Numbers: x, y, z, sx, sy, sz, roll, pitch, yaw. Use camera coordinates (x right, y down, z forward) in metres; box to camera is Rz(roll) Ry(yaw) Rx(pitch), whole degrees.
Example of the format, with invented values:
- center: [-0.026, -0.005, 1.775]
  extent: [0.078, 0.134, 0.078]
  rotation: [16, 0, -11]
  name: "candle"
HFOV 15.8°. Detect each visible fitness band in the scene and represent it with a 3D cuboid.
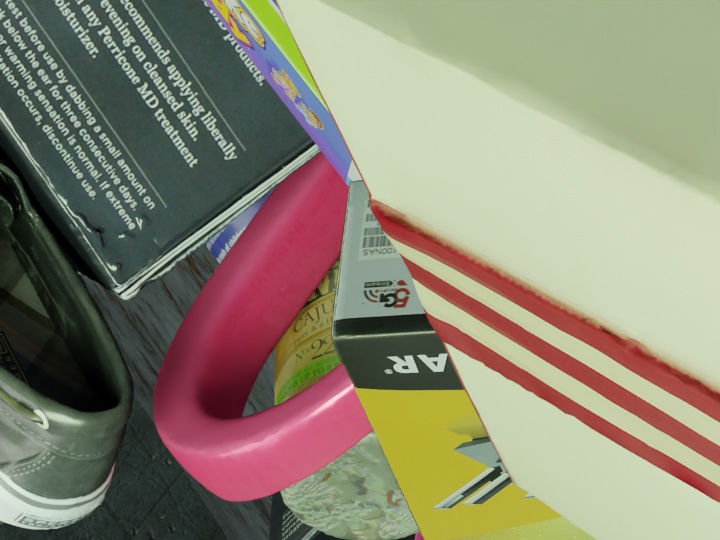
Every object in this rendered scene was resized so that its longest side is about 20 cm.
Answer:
- center: [0.012, -0.010, 0.823]
  extent: [0.037, 0.200, 0.143]
  rotation: [48, 154, -27]
  name: "fitness band"

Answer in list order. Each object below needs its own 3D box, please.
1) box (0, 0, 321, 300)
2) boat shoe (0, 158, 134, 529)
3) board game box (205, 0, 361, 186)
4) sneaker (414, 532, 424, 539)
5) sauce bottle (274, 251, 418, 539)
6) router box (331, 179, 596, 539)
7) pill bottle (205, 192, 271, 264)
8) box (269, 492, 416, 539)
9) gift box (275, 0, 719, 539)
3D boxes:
- center: [-0.056, -0.104, 0.898]
  extent: [0.124, 0.196, 0.200]
  rotation: [57, 169, -14]
  name: "box"
- center: [-0.128, -0.013, 0.817]
  extent: [0.200, 0.068, 0.057]
  rotation: [56, 137, 20]
  name: "boat shoe"
- center: [-0.001, -0.133, 0.737]
  extent: [0.200, 0.134, 0.045]
  rotation: [52, 170, 6]
  name: "board game box"
- center: [0.099, 0.049, 0.865]
  extent: [0.088, 0.200, 0.081]
  rotation: [29, -148, -10]
  name: "sneaker"
- center: [0.000, 0.000, 0.924]
  extent: [0.065, 0.064, 0.200]
  rotation: [64, -163, -45]
  name: "sauce bottle"
- center: [0.107, 0.035, 0.684]
  extent: [0.157, 0.199, 0.052]
  rotation: [66, -155, -52]
  name: "router box"
- center: [-0.051, -0.080, 1.174]
  extent: [0.200, 0.116, 0.116]
  rotation: [52, 169, 4]
  name: "pill bottle"
- center: [0.051, 0.083, 1.031]
  extent: [0.148, 0.104, 0.200]
  rotation: [41, -164, -14]
  name: "box"
- center: [0.111, -0.004, 0.476]
  extent: [0.187, 0.200, 0.185]
  rotation: [30, 161, 44]
  name: "gift box"
